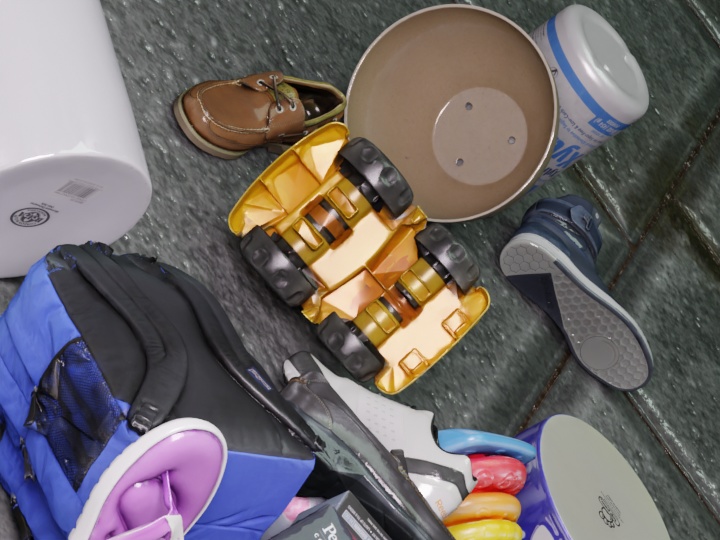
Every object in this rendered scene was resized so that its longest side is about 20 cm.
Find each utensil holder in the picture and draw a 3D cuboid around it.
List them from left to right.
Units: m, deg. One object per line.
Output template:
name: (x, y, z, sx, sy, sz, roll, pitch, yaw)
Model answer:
utensil holder: (-0.242, -0.119, 1.580, 0.170, 0.169, 0.201, 17, 48, -52)

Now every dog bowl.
dog bowl: (0.186, 0.228, 2.009, 0.200, 0.079, 0.201, 41, 29, -28)

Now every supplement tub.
supplement tub: (0.171, -0.157, 2.301, 0.132, 0.200, 0.132, 40, 29, -28)

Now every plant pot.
plant pot: (0.099, -0.137, 2.181, 0.201, 0.200, 0.134, 62, 11, 13)

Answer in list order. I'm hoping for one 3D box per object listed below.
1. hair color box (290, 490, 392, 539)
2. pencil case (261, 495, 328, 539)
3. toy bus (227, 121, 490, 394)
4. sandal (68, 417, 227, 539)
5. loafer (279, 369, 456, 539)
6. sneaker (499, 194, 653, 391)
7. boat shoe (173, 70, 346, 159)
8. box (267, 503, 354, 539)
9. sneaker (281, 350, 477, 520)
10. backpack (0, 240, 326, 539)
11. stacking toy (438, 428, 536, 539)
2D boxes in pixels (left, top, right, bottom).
hair color box: (-0.037, 0.252, 1.544, 0.099, 0.061, 0.200, 48, 46, -13)
pencil case: (-0.015, 0.202, 1.683, 0.201, 0.083, 0.091, 56, 42, -1)
toy bus: (0.000, 0.000, 1.885, 0.200, 0.136, 0.192, 48, -5, 6)
sandal: (-0.135, 0.171, 1.369, 0.082, 0.203, 0.050, 12, 33, -46)
loafer: (0.014, 0.151, 1.626, 0.200, 0.073, 0.072, 46, 51, -11)
sneaker: (0.232, 0.014, 2.345, 0.203, 0.077, 0.146, 49, 29, -11)
boat shoe: (-0.084, -0.142, 1.990, 0.200, 0.068, 0.072, -9, 69, -61)
box: (-0.062, 0.280, 1.382, 0.196, 0.124, 0.201, -27, 82, -38)
sneaker: (0.013, 0.125, 1.768, 0.200, 0.080, 0.074, 46, -14, 35)
backpack: (-0.156, 0.089, 1.473, 0.162, 0.168, 0.200, 17, 32, -47)
stacking toy: (0.089, 0.232, 1.832, 0.110, 0.116, 0.201, 19, 54, -53)
